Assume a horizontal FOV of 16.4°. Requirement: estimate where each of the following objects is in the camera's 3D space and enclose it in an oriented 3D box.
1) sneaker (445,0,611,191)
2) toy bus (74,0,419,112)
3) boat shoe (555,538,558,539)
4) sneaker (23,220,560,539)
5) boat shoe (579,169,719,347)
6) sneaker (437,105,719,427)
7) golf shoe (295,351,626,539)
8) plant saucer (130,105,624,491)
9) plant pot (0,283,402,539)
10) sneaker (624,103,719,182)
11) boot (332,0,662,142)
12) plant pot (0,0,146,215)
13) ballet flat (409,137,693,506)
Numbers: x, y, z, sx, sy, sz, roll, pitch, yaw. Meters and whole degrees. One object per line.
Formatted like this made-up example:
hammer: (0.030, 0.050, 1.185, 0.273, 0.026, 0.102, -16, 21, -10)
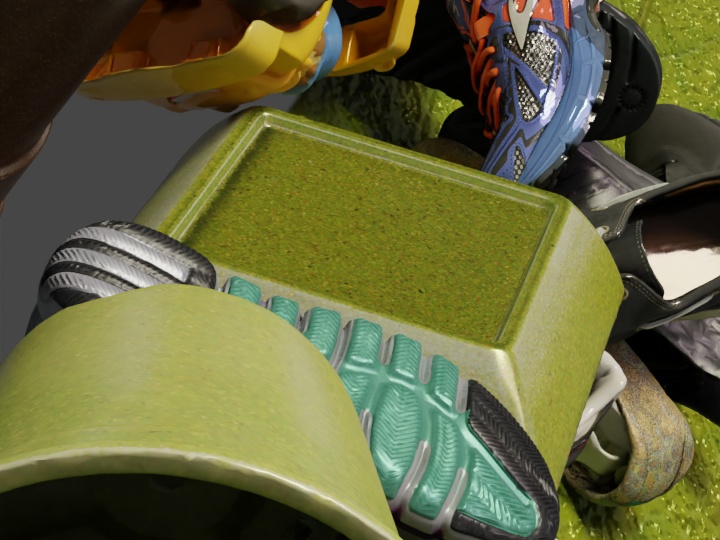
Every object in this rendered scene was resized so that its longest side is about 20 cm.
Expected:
sneaker: (0.069, -0.105, 1.117, 0.078, 0.075, 0.200, 16, 59, -4)
toy bus: (-0.030, -0.145, 1.092, 0.192, 0.135, 0.201, 31, 63, -47)
boat shoe: (0.063, 0.137, 0.984, 0.200, 0.071, 0.069, 15, 41, -60)
sneaker: (-0.029, 0.059, 0.882, 0.200, 0.088, 0.074, 29, 41, -5)
boat shoe: (0.102, -0.001, 1.099, 0.199, 0.068, 0.072, -15, 75, -17)
sneaker: (0.119, -0.001, 1.231, 0.199, 0.060, 0.104, 26, 53, -4)
golf shoe: (0.026, 0.057, 1.008, 0.200, 0.088, 0.077, 0, 56, -54)
plant saucer: (0.000, 0.000, 0.980, 0.199, 0.048, 0.200, 17, 29, 7)
plant pot: (-0.062, 0.099, 0.745, 0.200, 0.200, 0.184, 39, 17, -18)
sneaker: (0.174, -0.022, 1.339, 0.091, 0.076, 0.200, 19, 36, -32)
boot: (0.066, -0.142, 1.262, 0.200, 0.077, 0.168, 14, 29, 11)
plant pot: (-0.150, -0.133, 0.874, 0.200, 0.198, 0.201, 34, 31, -24)
ballet flat: (0.075, 0.025, 1.147, 0.200, 0.071, 0.071, 53, 28, 7)
